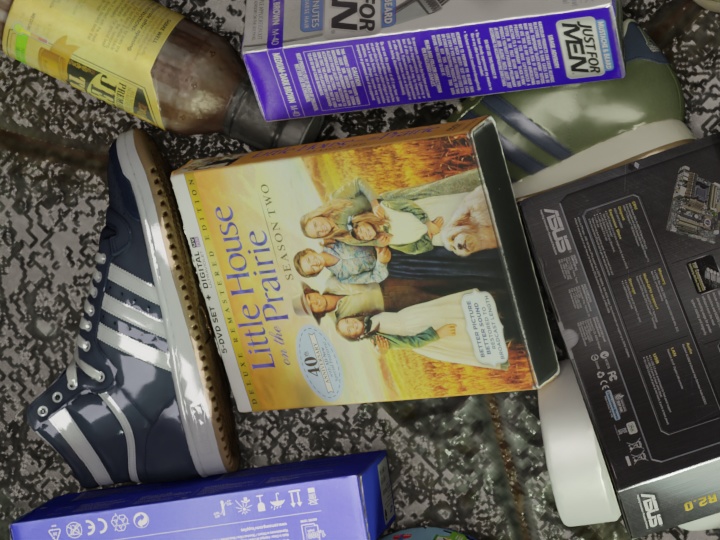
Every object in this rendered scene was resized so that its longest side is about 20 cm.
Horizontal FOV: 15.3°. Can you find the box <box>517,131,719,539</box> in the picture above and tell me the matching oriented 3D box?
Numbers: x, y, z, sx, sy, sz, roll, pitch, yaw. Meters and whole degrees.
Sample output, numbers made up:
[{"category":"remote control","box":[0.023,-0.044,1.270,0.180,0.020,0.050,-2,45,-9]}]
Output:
[{"category":"box","box":[0.182,0.024,1.375,0.158,0.048,0.200,-19,51,2]}]

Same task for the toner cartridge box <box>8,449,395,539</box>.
[{"category":"toner cartridge box","box":[-0.086,0.140,1.496,0.199,0.095,0.043,-9,92,10]}]

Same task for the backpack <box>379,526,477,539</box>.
[{"category":"backpack","box":[0.021,0.248,1.466,0.200,0.135,0.183,-42,87,6]}]

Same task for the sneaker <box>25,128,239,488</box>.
[{"category":"sneaker","box":[-0.142,0.027,1.511,0.108,0.070,0.201,-13,94,8]}]

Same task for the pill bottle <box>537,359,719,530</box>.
[{"category":"pill bottle","box":[0.200,0.078,1.434,0.199,0.114,0.115,-10,92,10]}]

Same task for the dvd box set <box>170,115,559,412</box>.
[{"category":"dvd box set","box":[0.000,0.000,1.452,0.199,0.029,0.147,-6,106,34]}]

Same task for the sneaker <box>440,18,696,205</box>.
[{"category":"sneaker","box":[0.082,-0.077,1.476,0.199,0.067,0.090,-17,76,14]}]

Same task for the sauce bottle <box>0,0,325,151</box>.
[{"category":"sauce bottle","box":[-0.116,-0.116,1.501,0.199,0.065,0.065,26,97,9]}]

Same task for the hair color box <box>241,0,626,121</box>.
[{"category":"hair color box","box":[0.040,-0.150,1.448,0.199,0.065,0.110,-6,51,8]}]

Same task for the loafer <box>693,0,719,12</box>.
[{"category":"loafer","box":[0.266,-0.183,1.431,0.199,0.068,0.076,-18,90,10]}]
